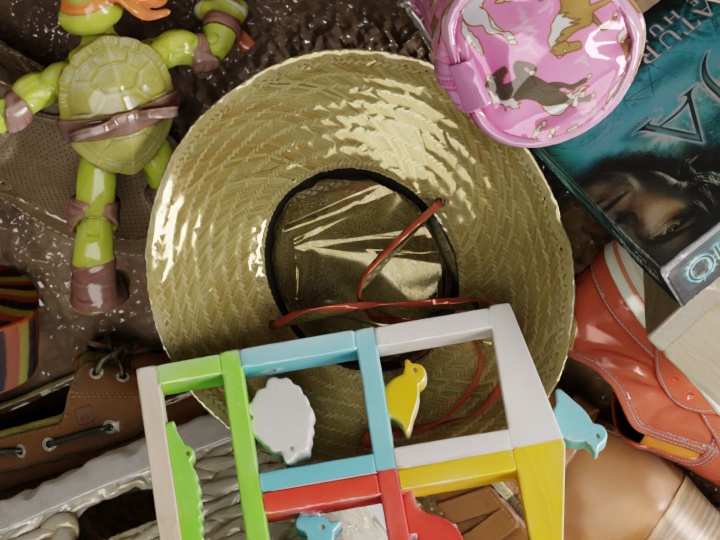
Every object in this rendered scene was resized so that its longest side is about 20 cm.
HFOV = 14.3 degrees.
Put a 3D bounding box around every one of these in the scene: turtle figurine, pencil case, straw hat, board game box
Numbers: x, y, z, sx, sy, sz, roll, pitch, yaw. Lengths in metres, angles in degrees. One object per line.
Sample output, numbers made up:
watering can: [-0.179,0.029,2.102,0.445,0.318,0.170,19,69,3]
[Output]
turtle figurine: [-0.101,-0.070,1.302,0.199,0.064,0.162,-21,112,-21]
pencil case: [0.066,-0.113,1.225,0.082,0.200,0.087,29,102,-12]
straw hat: [0.000,0.000,1.315,0.200,0.085,0.203,0,92,0]
board game box: [0.177,-0.086,1.218,0.200,0.135,0.028,-38,132,-2]

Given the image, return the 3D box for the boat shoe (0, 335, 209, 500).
boat shoe: [-0.119,0.069,1.396,0.199,0.072,0.068,-28,103,12]

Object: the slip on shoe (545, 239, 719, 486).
slip on shoe: [0.149,0.061,1.345,0.061,0.074,0.200,-30,131,14]

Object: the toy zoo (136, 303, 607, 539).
toy zoo: [0.009,0.089,1.244,0.199,0.020,0.132,-9,72,0]

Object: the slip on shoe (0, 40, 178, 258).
slip on shoe: [-0.162,-0.066,1.347,0.200,0.061,0.076,38,112,-11]

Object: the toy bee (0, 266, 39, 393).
toy bee: [-0.215,0.058,1.328,0.108,0.200,0.131,27,143,40]

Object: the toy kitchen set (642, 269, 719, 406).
toy kitchen set: [0.250,-0.021,1.260,0.163,0.181,0.200,41,111,-13]

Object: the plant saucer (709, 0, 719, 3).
plant saucer: [0.155,-0.194,1.216,0.199,0.201,0.037,19,156,-3]

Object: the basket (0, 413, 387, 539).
basket: [-0.068,0.197,1.359,0.197,0.161,0.200,-22,139,9]

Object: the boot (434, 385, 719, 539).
boot: [0.078,0.148,1.413,0.155,0.077,0.200,40,124,-3]
